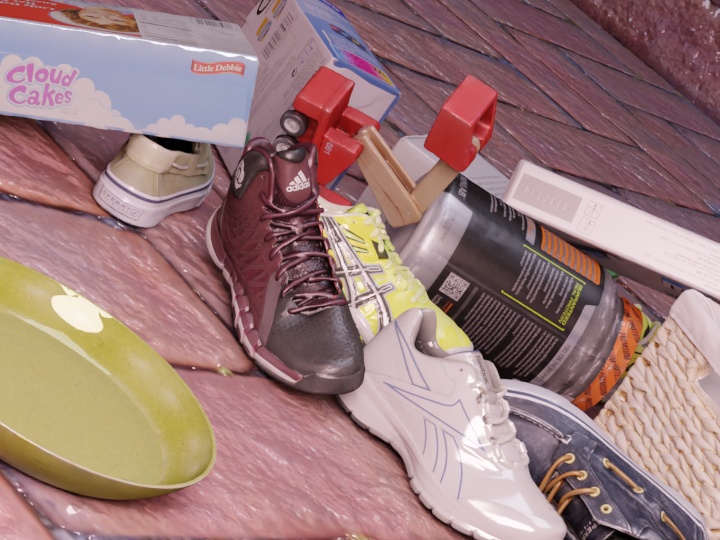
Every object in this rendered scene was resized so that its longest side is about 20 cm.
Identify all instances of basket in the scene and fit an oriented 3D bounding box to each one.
[{"bbox_3d":[0.299,0.151,1.535,0.200,0.161,0.198,27,18,-29],"label":"basket"}]

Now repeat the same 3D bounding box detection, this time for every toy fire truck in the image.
[{"bbox_3d":[0.007,-0.077,1.511,0.141,0.200,0.049,29,44,8],"label":"toy fire truck"}]

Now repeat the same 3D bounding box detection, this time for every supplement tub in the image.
[{"bbox_3d":[0.110,0.019,1.592,0.200,0.123,0.123,32,17,-13],"label":"supplement tub"}]

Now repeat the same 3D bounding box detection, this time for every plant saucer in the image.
[{"bbox_3d":[-0.168,0.058,1.090,0.200,0.031,0.200,32,17,-11],"label":"plant saucer"}]

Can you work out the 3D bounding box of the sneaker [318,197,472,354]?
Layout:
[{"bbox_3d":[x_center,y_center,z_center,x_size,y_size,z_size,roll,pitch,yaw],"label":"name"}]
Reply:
[{"bbox_3d":[0.000,0.000,1.478,0.200,0.076,0.075,35,16,-1],"label":"sneaker"}]

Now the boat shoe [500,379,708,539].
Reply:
[{"bbox_3d":[0.145,0.149,1.394,0.200,0.071,0.091,33,23,3],"label":"boat shoe"}]

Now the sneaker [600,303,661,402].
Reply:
[{"bbox_3d":[0.239,0.073,1.779,0.075,0.076,0.200,42,16,26],"label":"sneaker"}]

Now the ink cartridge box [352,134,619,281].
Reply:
[{"bbox_3d":[0.110,-0.026,1.780,0.200,0.088,0.145,42,17,14],"label":"ink cartridge box"}]

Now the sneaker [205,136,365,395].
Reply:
[{"bbox_3d":[-0.047,-0.016,1.352,0.076,0.116,0.200,-5,39,-27],"label":"sneaker"}]

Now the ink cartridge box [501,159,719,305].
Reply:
[{"bbox_3d":[0.219,-0.016,1.662,0.200,0.045,0.176,24,-5,14],"label":"ink cartridge box"}]

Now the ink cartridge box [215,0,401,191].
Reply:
[{"bbox_3d":[-0.060,-0.150,1.695,0.076,0.136,0.200,27,19,-33],"label":"ink cartridge box"}]

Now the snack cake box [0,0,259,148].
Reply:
[{"bbox_3d":[-0.177,-0.141,1.417,0.200,0.067,0.115,7,18,-13],"label":"snack cake box"}]

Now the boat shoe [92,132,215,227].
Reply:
[{"bbox_3d":[-0.135,-0.082,1.486,0.072,0.062,0.200,35,16,-4],"label":"boat shoe"}]

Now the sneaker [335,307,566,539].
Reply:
[{"bbox_3d":[0.064,0.103,1.331,0.200,0.087,0.074,46,17,27],"label":"sneaker"}]
